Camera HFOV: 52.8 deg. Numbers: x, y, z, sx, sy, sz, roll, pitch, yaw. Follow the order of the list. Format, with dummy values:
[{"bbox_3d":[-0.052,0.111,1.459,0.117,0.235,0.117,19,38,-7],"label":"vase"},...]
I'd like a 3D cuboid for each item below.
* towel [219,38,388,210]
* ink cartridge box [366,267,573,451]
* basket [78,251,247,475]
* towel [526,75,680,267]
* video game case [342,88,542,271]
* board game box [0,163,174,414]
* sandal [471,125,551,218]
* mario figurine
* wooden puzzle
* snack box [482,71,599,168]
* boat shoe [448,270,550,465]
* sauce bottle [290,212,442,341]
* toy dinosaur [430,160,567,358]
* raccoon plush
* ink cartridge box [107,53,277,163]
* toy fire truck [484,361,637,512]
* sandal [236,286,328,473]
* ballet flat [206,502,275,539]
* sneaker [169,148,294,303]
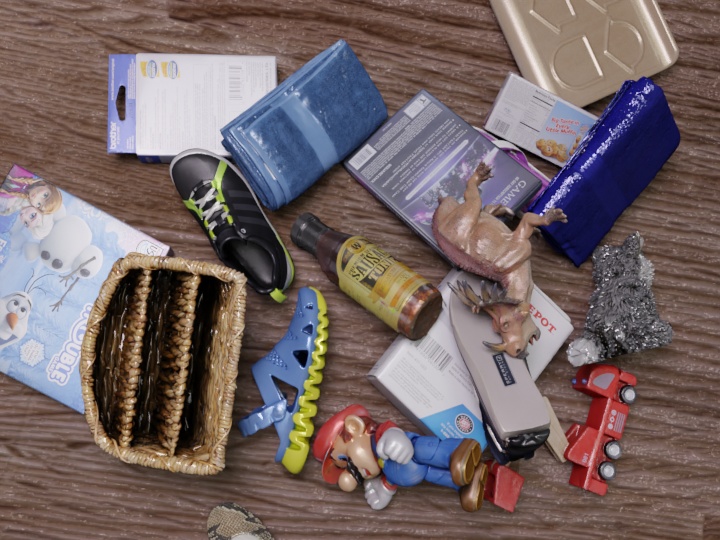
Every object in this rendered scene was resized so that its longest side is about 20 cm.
[{"bbox_3d":[-0.059,-0.169,0.839,0.200,0.048,0.113,-43,103,-24],"label":"towel"},{"bbox_3d":[0.124,0.094,0.836,0.146,0.086,0.201,42,77,-1],"label":"ink cartridge box"},{"bbox_3d":[-0.206,0.087,0.732,0.139,0.148,0.206,9,89,-26],"label":"basket"},{"bbox_3d":[0.283,-0.112,0.849,0.201,0.147,0.050,-51,51,6],"label":"towel"},{"bbox_3d":[0.093,-0.113,0.853,0.142,0.019,0.200,-42,66,-10],"label":"video game case"},{"bbox_3d":[-0.340,0.020,0.802,0.195,0.043,0.204,27,80,-5],"label":"board game box"},{"bbox_3d":[0.169,-0.125,0.889,0.198,0.050,0.084,26,78,-3],"label":"sandal"},{"bbox_3d":[0.030,0.215,0.770,0.195,0.105,0.127,3,101,32],"label":"mario figurine"},{"bbox_3d":[0.284,-0.310,0.935,0.196,0.046,0.189,-24,86,-5],"label":"wooden puzzle"},{"bbox_3d":[0.253,-0.167,0.897,0.196,0.024,0.073,24,109,-9],"label":"snack box"},{"bbox_3d":[0.137,0.105,0.764,0.072,0.094,0.204,-9,56,-4],"label":"boat shoe"},{"bbox_3d":[0.000,0.000,0.805,0.198,0.066,0.067,33,78,27],"label":"sauce bottle"},{"bbox_3d":[0.121,-0.021,0.744,0.135,0.086,0.199,-43,57,-9],"label":"toy dinosaur"},{"bbox_3d":[0.291,0.027,0.831,0.095,0.198,0.138,-16,81,31],"label":"raccoon plush"},{"bbox_3d":[-0.193,-0.189,0.852,0.194,0.042,0.123,-1,84,-11],"label":"ink cartridge box"},{"bbox_3d":[0.235,0.194,0.857,0.138,0.049,0.205,21,80,-4],"label":"toy fire truck"},{"bbox_3d":[-0.083,0.116,0.810,0.084,0.080,0.206,12,79,-3],"label":"sandal"},{"bbox_3d":[-0.101,0.343,0.776,0.067,0.075,0.203,-30,87,-10],"label":"ballet flat"},{"bbox_3d":[-0.140,-0.053,0.805,0.071,0.083,0.201,-40,94,11],"label":"sneaker"}]
